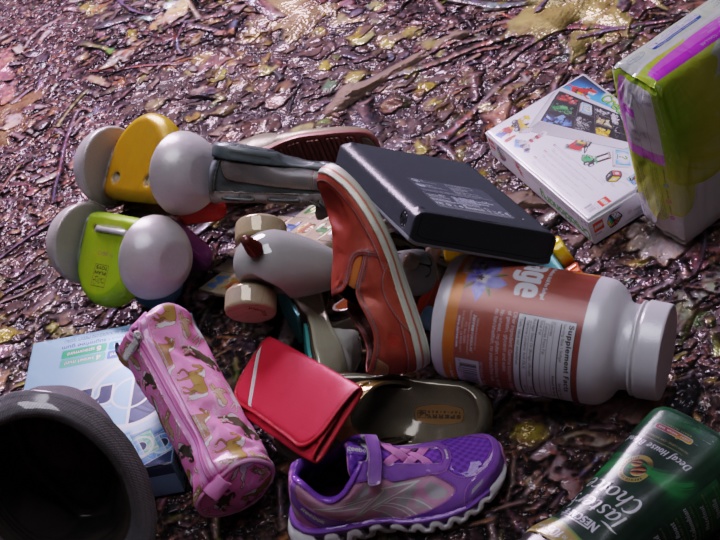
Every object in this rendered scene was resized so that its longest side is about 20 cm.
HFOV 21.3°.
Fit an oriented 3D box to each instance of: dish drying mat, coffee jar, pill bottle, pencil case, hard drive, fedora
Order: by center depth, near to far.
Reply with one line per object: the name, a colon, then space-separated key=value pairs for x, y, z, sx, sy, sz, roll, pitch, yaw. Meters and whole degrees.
coffee jar: x=0.209 y=0.204 z=1.508 sx=0.200 sy=0.086 sz=0.104 roll=-41 pitch=43 yaw=-21
pill bottle: x=0.170 y=0.054 z=1.666 sx=0.199 sy=0.113 sz=0.112 roll=10 pitch=47 yaw=17
dish drying mat: x=-0.061 y=0.111 z=1.681 sx=0.077 sy=0.018 sz=0.200 roll=-57 pitch=25 yaw=-5
fedora: x=-0.263 y=0.180 z=1.685 sx=0.176 sy=0.201 sz=0.090 roll=-22 pitch=20 yaw=16
pencil case: x=-0.149 y=0.126 z=1.717 sx=0.086 sy=0.083 sz=0.200 roll=-13 pitch=55 yaw=-31
hard drive: x=0.073 y=-0.063 z=1.720 sx=0.139 sy=0.033 sz=0.200 roll=8 pitch=18 yaw=-23

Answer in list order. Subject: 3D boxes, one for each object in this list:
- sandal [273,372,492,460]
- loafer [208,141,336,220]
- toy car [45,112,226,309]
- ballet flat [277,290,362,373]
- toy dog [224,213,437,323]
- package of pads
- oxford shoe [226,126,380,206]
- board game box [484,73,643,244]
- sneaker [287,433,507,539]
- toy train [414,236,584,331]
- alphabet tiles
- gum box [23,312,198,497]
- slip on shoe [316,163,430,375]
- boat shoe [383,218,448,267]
sandal: x=0.015 y=0.130 z=1.681 sx=0.199 sy=0.081 sz=0.054 roll=-3 pitch=-2 yaw=16
loafer: x=-0.051 y=-0.078 z=1.858 sx=0.199 sy=0.063 sz=0.072 roll=12 pitch=6 yaw=3
toy car: x=-0.208 y=-0.049 z=1.936 sx=0.174 sy=0.150 sz=0.201 roll=9 pitch=77 yaw=42
ballet flat: x=-0.032 y=0.060 z=1.804 sx=0.069 sy=0.070 sz=0.200 roll=-21 pitch=39 yaw=0
toy dog: x=-0.037 y=-0.014 z=1.750 sx=0.199 sy=0.096 sz=0.132 roll=-19 pitch=70 yaw=-2
package of pads: x=0.317 y=-0.139 z=1.761 sx=0.154 sy=0.201 sz=0.068 roll=-35 pitch=43 yaw=-16
oxford shoe: x=-0.074 y=-0.127 z=2.032 sx=0.199 sy=0.071 sz=0.075 roll=-9 pitch=35 yaw=13
board game box: x=0.228 y=-0.115 z=1.905 sx=0.126 sy=0.035 sz=0.200 roll=-31 pitch=40 yaw=-10
sneaker: x=0.024 y=0.175 z=1.624 sx=0.199 sy=0.089 sz=0.081 roll=-16 pitch=38 yaw=5
toy train: x=0.116 y=0.023 z=1.790 sx=0.199 sy=0.056 sz=0.151 roll=15 pitch=77 yaw=24
alphabet tiles: x=-0.070 y=-0.021 z=1.900 sx=0.166 sy=0.006 sz=0.200 roll=-37 pitch=22 yaw=-23
gum box: x=-0.242 y=0.137 z=1.822 sx=0.169 sy=0.045 sz=0.201 roll=-11 pitch=40 yaw=11
slip on shoe: x=0.000 y=0.000 z=1.685 sx=0.061 sy=0.074 sz=0.201 roll=-19 pitch=83 yaw=-13
boat shoe: x=0.077 y=-0.056 z=1.879 sx=0.199 sy=0.069 sz=0.075 roll=13 pitch=50 yaw=35
